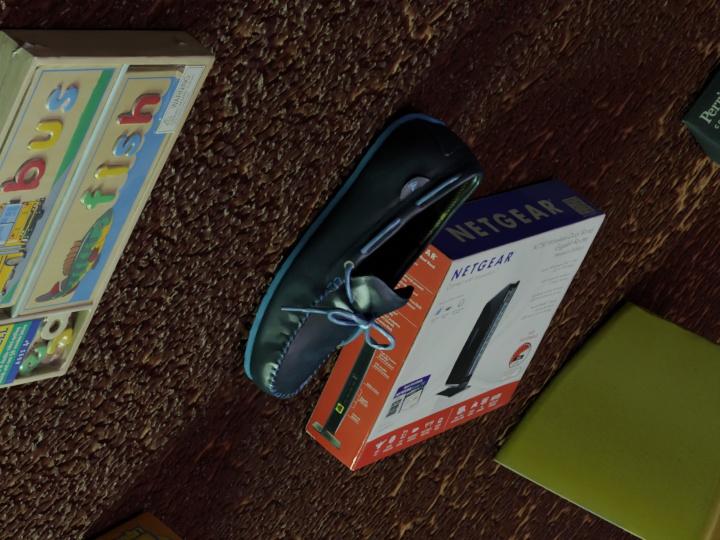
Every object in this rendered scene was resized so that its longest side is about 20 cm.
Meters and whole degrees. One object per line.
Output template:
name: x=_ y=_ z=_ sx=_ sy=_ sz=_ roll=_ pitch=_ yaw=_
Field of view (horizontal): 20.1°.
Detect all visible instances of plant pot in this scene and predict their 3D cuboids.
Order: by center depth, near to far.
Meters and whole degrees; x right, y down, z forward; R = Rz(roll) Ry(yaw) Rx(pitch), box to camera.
plant pot: x=0.264 y=0.141 z=1.764 sx=0.177 sy=0.200 sz=0.200 roll=-64 pitch=155 yaw=-2

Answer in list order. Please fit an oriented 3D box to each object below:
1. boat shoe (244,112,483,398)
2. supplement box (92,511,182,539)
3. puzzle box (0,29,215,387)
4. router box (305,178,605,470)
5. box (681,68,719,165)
boat shoe: x=0.000 y=0.000 z=1.235 sx=0.084 sy=0.069 sz=0.200 roll=1 pitch=124 yaw=-60
supplement box: x=-0.160 y=0.253 z=1.312 sx=0.066 sy=0.069 sz=0.200 roll=-24 pitch=145 yaw=-47
puzzle box: x=-0.157 y=-0.026 z=0.980 sx=0.133 sy=0.025 sz=0.200 roll=-10 pitch=133 yaw=-55
router box: x=0.068 y=0.035 z=1.424 sx=0.200 sy=0.049 sz=0.180 roll=-17 pitch=139 yaw=-51
box: x=0.394 y=-0.128 z=1.584 sx=0.197 sy=0.200 sz=0.117 roll=-54 pitch=156 yaw=4
